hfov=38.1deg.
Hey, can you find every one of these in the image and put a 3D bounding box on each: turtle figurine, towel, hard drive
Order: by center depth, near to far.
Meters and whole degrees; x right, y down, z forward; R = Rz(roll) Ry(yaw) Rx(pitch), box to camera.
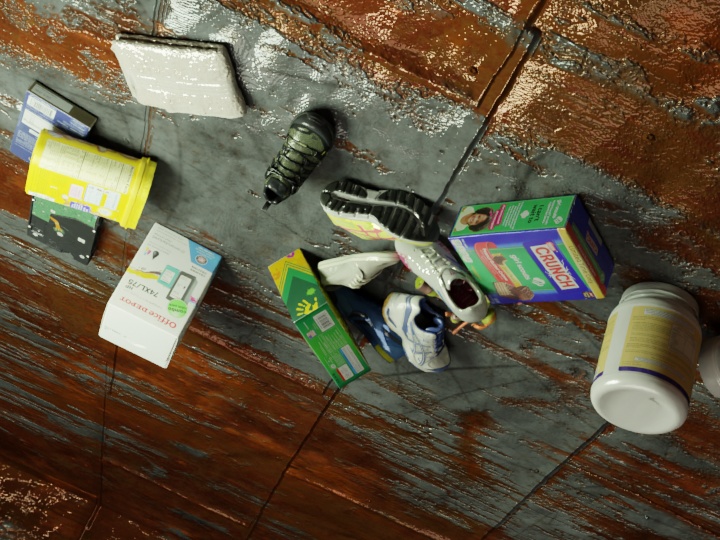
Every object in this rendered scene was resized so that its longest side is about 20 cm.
[{"bbox_3d":[-0.278,-0.297,1.593,0.199,0.035,0.133,9,144,20],"label":"towel"},{"bbox_3d":[0.172,0.053,1.774,0.161,0.065,0.200,35,145,-16],"label":"turtle figurine"},{"bbox_3d":[-0.578,-0.098,2.040,0.139,0.038,0.200,27,147,-5],"label":"hard drive"}]

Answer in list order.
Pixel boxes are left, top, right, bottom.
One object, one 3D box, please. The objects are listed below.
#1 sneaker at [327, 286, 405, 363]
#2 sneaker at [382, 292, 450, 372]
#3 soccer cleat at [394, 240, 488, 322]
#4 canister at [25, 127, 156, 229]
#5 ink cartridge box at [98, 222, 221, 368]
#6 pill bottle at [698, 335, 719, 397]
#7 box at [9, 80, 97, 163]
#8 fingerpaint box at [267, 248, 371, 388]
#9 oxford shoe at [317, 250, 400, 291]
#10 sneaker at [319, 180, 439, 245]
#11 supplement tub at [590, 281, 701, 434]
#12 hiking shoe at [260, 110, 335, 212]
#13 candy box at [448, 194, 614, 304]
[{"bbox_3d":[0.022,0.080,1.918,0.078,0.066,0.200,-40,106,15],"label":"sneaker"},{"bbox_3d":[0.120,0.119,1.881,0.088,0.075,0.200,-2,140,41],"label":"sneaker"},{"bbox_3d":[0.131,-0.002,1.665,0.200,0.070,0.086,46,174,16],"label":"soccer cleat"},{"bbox_3d":[-0.469,-0.160,1.810,0.199,0.087,0.149,18,147,-15],"label":"canister"},{"bbox_3d":[-0.380,0.049,1.977,0.146,0.201,0.146,27,146,-6],"label":"ink cartridge box"},{"bbox_3d":[0.621,0.129,1.566,0.114,0.114,0.200,41,142,-25],"label":"pill bottle"},{"bbox_3d":[-0.544,-0.239,1.832,0.121,0.032,0.200,31,144,-11],"label":"box"},{"bbox_3d":[-0.075,0.087,1.876,0.073,0.167,0.200,-30,132,0],"label":"fingerpaint box"},{"bbox_3d":[0.000,0.000,1.788,0.075,0.058,0.200,1,170,-41],"label":"oxford shoe"},{"bbox_3d":[0.034,-0.082,1.675,0.199,0.078,0.090,21,155,15],"label":"sneaker"},{"bbox_3d":[0.442,0.132,1.599,0.145,0.200,0.146,16,146,11],"label":"supplement tub"},{"bbox_3d":[-0.100,-0.162,1.610,0.075,0.101,0.200,26,146,-6],"label":"hiking shoe"},{"bbox_3d":[0.263,-0.028,1.597,0.199,0.077,0.169,-6,138,35],"label":"candy box"}]
